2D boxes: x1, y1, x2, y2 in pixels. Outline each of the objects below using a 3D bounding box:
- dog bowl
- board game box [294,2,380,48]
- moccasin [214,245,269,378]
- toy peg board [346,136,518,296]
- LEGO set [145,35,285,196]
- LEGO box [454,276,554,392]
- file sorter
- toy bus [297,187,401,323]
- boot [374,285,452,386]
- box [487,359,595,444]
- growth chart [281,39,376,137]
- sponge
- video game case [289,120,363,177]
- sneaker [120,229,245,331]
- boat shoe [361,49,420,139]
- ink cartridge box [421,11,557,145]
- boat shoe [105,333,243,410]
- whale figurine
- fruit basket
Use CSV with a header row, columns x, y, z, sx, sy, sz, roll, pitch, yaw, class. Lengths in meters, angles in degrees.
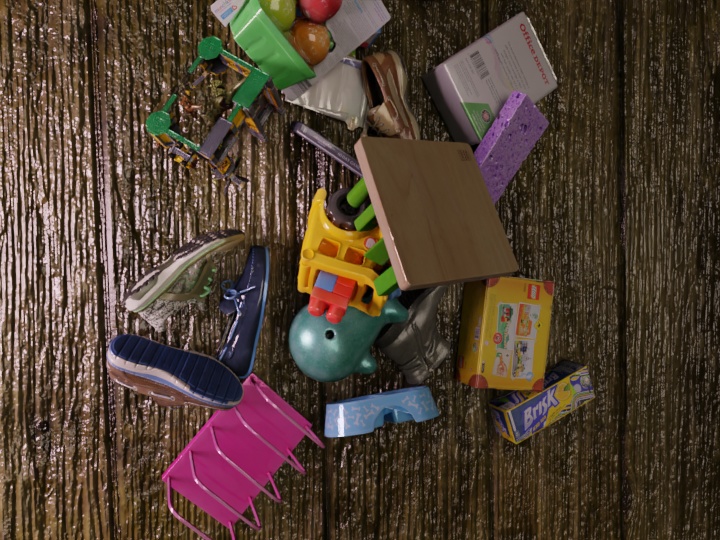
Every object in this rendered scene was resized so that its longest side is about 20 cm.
x,y,z,sx,sy,sz,roll,pitch,yaw,class
0.033,0.229,0.877,0.196,0.111,0.051,-5,79,-20,dog bowl
-0.061,-0.477,0.837,0.196,0.056,0.200,5,85,-21,board game box
-0.181,0.060,0.803,0.067,0.080,0.204,10,87,-16,moccasin
0.084,-0.065,0.729,0.196,0.098,0.203,-6,71,-34,toy peg board
-0.204,-0.222,0.789,0.152,0.116,0.203,22,79,10,LEGO set
0.262,0.110,0.972,0.146,0.077,0.204,8,89,-21,LEGO box
-0.168,0.284,0.785,0.139,0.125,0.201,45,77,-18,file sorter
0.000,0.000,0.788,0.197,0.136,0.194,16,57,-1,toy bus
0.119,0.093,0.932,0.200,0.068,0.131,-47,111,-6,boot
0.344,0.246,1.016,0.197,0.064,0.071,-22,99,-18,box
-0.057,-0.317,0.871,0.197,0.018,0.147,18,85,-20,growth chart
0.241,-0.195,0.925,0.111,0.030,0.202,20,105,-50,sponge
-0.018,-0.167,0.825,0.198,0.143,0.019,32,98,-19,video game case
-0.247,0.013,0.789,0.199,0.077,0.089,-37,116,-11,sneaker
0.043,-0.255,0.877,0.073,0.075,0.204,-14,94,-27,boat shoe
0.230,-0.333,0.943,0.199,0.087,0.147,-36,104,-15,ink cartridge box
-0.268,0.158,0.775,0.197,0.073,0.073,26,123,-7,boat shoe
-0.018,0.087,0.835,0.198,0.104,0.161,-28,80,-10,whale figurine
-0.080,-0.368,0.760,0.199,0.094,0.185,-39,139,11,fruit basket
